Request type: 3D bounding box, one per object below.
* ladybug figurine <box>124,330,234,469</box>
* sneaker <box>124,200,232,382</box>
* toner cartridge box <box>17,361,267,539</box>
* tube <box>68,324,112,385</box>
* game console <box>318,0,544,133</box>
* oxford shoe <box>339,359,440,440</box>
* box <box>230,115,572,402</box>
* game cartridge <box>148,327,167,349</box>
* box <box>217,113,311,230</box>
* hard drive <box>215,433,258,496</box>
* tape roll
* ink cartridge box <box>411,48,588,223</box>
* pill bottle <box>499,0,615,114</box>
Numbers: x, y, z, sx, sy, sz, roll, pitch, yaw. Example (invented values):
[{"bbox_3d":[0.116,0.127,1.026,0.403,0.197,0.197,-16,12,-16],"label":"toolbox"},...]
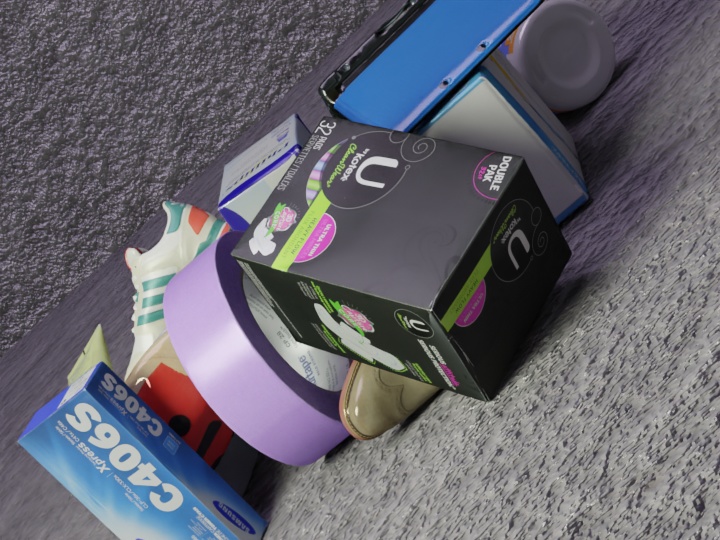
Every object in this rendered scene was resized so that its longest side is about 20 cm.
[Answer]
[{"bbox_3d":[-0.160,0.136,1.420,0.135,0.072,0.201,6,-67,-55],"label":"ladybug figurine"},{"bbox_3d":[-0.205,0.023,1.638,0.201,0.093,0.070,-62,-1,4],"label":"sneaker"},{"bbox_3d":[-0.181,0.177,1.352,0.095,0.200,0.043,-36,16,31],"label":"toner cartridge box"},{"bbox_3d":[-0.258,0.146,1.608,0.058,0.052,0.201,-24,43,-1],"label":"tube"},{"bbox_3d":[0.073,-0.184,1.454,0.200,0.118,0.171,-44,-20,-3],"label":"game console"},{"bbox_3d":[0.061,0.055,1.292,0.200,0.070,0.075,-50,19,-17],"label":"oxford shoe"},{"bbox_3d":[0.033,-0.013,1.245,0.199,0.125,0.149,16,63,37],"label":"box"},{"bbox_3d":[-0.108,0.057,1.520,0.200,0.134,0.040,-42,45,-13],"label":"game cartridge"},{"bbox_3d":[-0.053,-0.046,1.683,0.105,0.184,0.200,-35,15,8],"label":"box"},{"bbox_3d":[-0.160,0.216,1.515,0.135,0.042,0.200,-39,14,22],"label":"hard drive"},{"bbox_3d":[-0.075,0.065,1.378,0.066,0.200,0.200,-39,14,21],"label":"tape roll"},{"bbox_3d":[0.102,-0.101,1.473,0.147,0.146,0.200,-40,13,16],"label":"ink cartridge box"},{"bbox_3d":[0.172,-0.212,1.685,0.112,0.112,0.200,-47,14,-15],"label":"pill bottle"}]
